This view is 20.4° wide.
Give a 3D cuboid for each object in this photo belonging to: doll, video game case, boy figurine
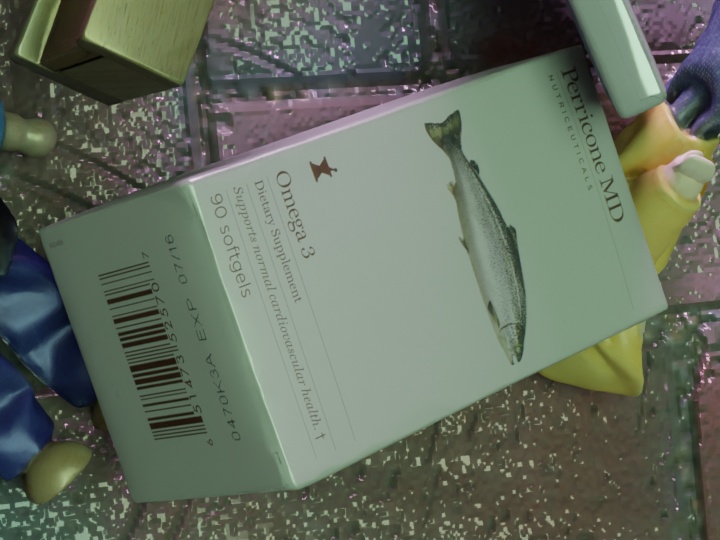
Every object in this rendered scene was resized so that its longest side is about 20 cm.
[{"bbox_3d":[-0.165,-0.010,0.773,0.136,0.048,0.200,-46,107,-18],"label":"doll"},{"bbox_3d":[0.071,-0.164,0.811,0.023,0.182,0.201,-24,97,9],"label":"video game case"},{"bbox_3d":[0.133,-0.037,0.857,0.064,0.124,0.201,26,98,0],"label":"boy figurine"}]

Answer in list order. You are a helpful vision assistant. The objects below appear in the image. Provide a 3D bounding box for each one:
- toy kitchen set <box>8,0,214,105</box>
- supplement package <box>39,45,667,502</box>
[{"bbox_3d":[-0.129,-0.184,0.727,0.180,0.163,0.201,24,79,-23],"label":"toy kitchen set"},{"bbox_3d":[0.000,0.000,0.779,0.200,0.117,0.117,-23,95,-36],"label":"supplement package"}]
